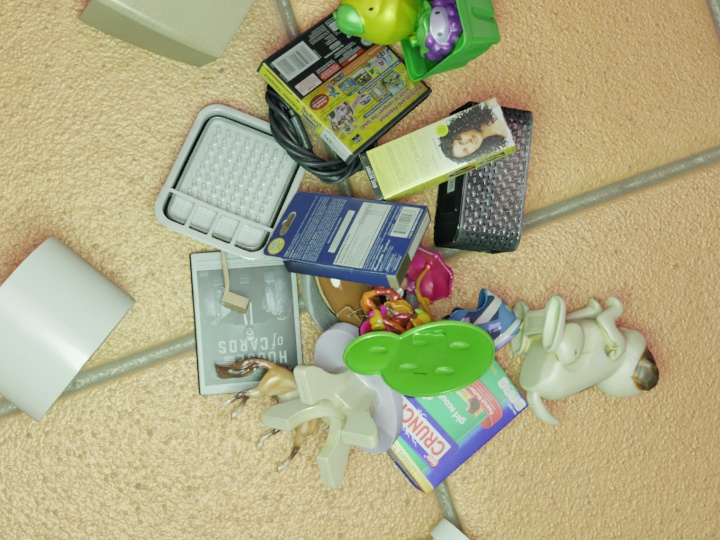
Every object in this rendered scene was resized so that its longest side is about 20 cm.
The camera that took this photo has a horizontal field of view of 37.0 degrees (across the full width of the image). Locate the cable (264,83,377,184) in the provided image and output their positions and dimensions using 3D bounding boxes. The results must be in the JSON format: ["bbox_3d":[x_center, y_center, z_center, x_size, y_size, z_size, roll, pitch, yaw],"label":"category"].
[{"bbox_3d":[-0.054,-0.215,1.503,0.163,0.051,0.201,4,67,-31],"label":"cable"}]

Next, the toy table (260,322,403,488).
[{"bbox_3d":[-0.027,0.183,1.425,0.117,0.183,0.201,-41,115,-44],"label":"toy table"}]

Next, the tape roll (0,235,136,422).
[{"bbox_3d":[-0.406,0.075,1.387,0.139,0.203,0.203,39,82,-9],"label":"tape roll"}]

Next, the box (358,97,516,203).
[{"bbox_3d":[0.104,-0.158,1.447,0.199,0.050,0.075,-24,82,8],"label":"box"}]

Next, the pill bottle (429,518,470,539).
[{"bbox_3d":[0.085,0.455,1.520,0.110,0.110,0.200,43,81,-7],"label":"pill bottle"}]

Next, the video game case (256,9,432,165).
[{"bbox_3d":[-0.019,-0.265,1.508,0.181,0.026,0.200,45,53,1],"label":"video game case"}]

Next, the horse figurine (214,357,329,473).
[{"bbox_3d":[-0.113,0.187,1.500,0.132,0.050,0.200,-40,112,-1],"label":"horse figurine"}]

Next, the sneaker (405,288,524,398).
[{"bbox_3d":[0.130,0.102,1.486,0.200,0.074,0.082,-35,90,-18],"label":"sneaker"}]

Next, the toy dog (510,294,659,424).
[{"bbox_3d":[0.337,0.127,1.562,0.199,0.140,0.195,9,71,-21],"label":"toy dog"}]

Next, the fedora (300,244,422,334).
[{"bbox_3d":[0.000,0.000,1.525,0.176,0.090,0.201,4,95,-10],"label":"fedora"}]

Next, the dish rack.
[{"bbox_3d":[-0.175,-0.118,1.492,0.171,0.044,0.201,21,71,1],"label":"dish rack"}]

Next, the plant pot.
[{"bbox_3d":[-0.241,-0.384,1.446,0.177,0.200,0.200,31,83,-20],"label":"plant pot"}]

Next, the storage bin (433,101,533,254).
[{"bbox_3d":[0.173,-0.129,1.540,0.093,0.135,0.201,8,87,-11],"label":"storage bin"}]

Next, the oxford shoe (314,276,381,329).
[{"bbox_3d":[0.002,0.057,1.449,0.071,0.071,0.200,-31,98,-4],"label":"oxford shoe"}]

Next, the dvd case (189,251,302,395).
[{"bbox_3d":[-0.160,0.071,1.525,0.150,0.025,0.201,-4,89,-11],"label":"dvd case"}]

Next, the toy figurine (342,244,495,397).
[{"bbox_3d":[0.060,0.047,1.409,0.199,0.150,0.184,6,45,-19],"label":"toy figurine"}]

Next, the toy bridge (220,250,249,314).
[{"bbox_3d":[-0.157,-0.042,1.508,0.067,0.027,0.201,20,71,-1],"label":"toy bridge"}]

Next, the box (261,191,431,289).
[{"bbox_3d":[-0.019,-0.043,1.416,0.199,0.032,0.121,10,55,26],"label":"box"}]

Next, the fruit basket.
[{"bbox_3d":[0.073,-0.377,1.511,0.215,0.155,0.216,11,68,-31],"label":"fruit basket"}]

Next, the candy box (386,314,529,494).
[{"bbox_3d":[0.110,0.190,1.549,0.200,0.077,0.169,-39,95,-9],"label":"candy box"}]
